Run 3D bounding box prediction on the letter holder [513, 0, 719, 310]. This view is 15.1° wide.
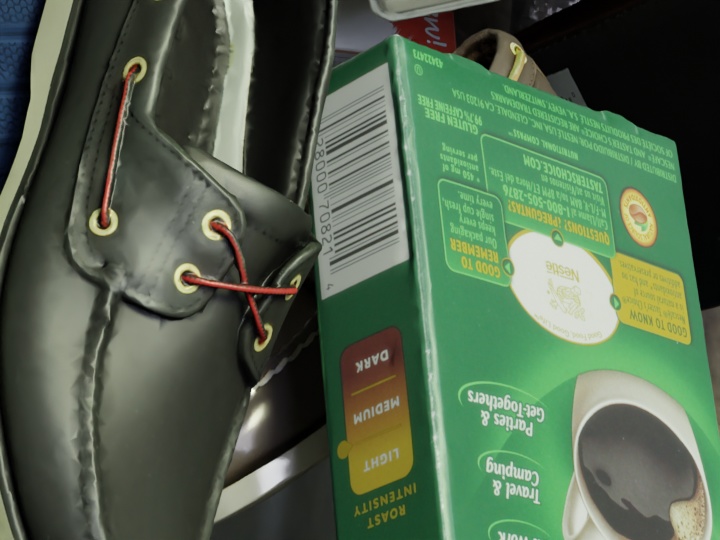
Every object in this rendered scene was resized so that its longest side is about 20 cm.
[{"bbox_3d":[0.135,-0.063,0.889,0.142,0.200,0.101,-34,99,-34],"label":"letter holder"}]

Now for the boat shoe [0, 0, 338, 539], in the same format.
[{"bbox_3d":[-0.047,-0.009,0.663,0.074,0.063,0.203,37,51,-46],"label":"boat shoe"}]

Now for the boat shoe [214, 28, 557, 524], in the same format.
[{"bbox_3d":[0.000,0.000,0.774,0.200,0.072,0.060,-42,103,-38],"label":"boat shoe"}]

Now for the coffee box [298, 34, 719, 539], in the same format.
[{"bbox_3d":[0.044,0.049,0.705,0.123,0.044,0.201,15,60,-44],"label":"coffee box"}]

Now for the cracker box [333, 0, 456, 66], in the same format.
[{"bbox_3d":[-0.068,-0.132,0.870,0.199,0.058,0.135,4,75,-32],"label":"cracker box"}]

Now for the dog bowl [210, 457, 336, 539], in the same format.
[{"bbox_3d":[-0.073,0.039,0.808,0.199,0.079,0.202,9,72,-30],"label":"dog bowl"}]

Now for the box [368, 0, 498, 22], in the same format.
[{"bbox_3d":[0.082,-0.163,0.874,0.200,0.127,0.110,-37,114,-63],"label":"box"}]

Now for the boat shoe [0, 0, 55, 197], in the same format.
[{"bbox_3d":[-0.104,-0.021,0.707,0.072,0.072,0.202,1,75,-49],"label":"boat shoe"}]
